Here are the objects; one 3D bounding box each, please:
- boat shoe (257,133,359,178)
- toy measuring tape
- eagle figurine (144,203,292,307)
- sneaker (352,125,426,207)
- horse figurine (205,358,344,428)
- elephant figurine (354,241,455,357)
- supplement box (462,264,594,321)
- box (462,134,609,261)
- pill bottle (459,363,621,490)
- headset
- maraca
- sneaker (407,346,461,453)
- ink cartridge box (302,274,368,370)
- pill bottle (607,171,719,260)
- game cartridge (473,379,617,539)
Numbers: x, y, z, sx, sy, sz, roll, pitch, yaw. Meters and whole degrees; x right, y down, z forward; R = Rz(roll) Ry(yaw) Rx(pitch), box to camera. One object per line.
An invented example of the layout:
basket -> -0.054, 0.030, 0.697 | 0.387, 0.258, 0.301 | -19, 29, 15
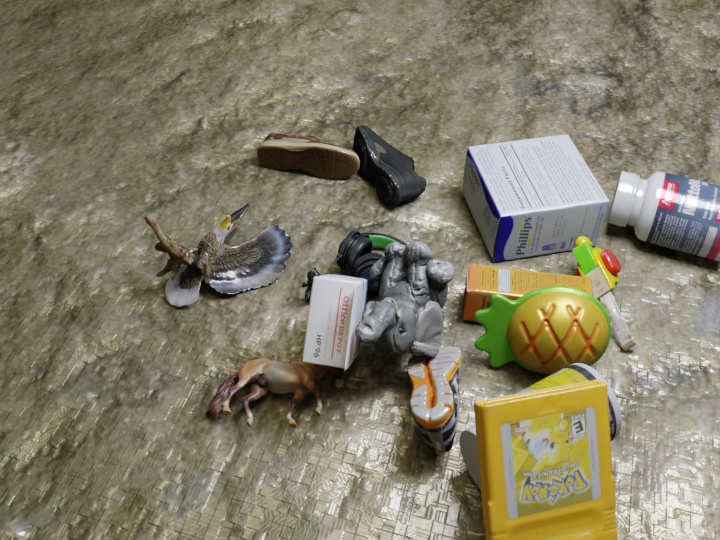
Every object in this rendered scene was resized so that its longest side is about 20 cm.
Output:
boat shoe -> -0.092, -0.225, 1.531 | 0.195, 0.073, 0.073 | 6, 46, 14
toy measuring tape -> 0.395, 0.033, 1.304 | 0.072, 0.074, 0.203 | -14, 64, -14
eagle figurine -> -0.227, -0.034, 1.326 | 0.198, 0.149, 0.155 | -8, 83, -51
sneaker -> 0.050, -0.195, 1.513 | 0.089, 0.077, 0.202 | -13, 54, -27
horse figurine -> -0.120, 0.166, 1.160 | 0.195, 0.051, 0.134 | -2, 33, 6
elephant figurine -> 0.053, 0.071, 1.172 | 0.154, 0.141, 0.203 | 32, 53, -15
supplement box -> 0.260, 0.045, 1.275 | 0.195, 0.068, 0.070 | 5, 41, 4
box -> 0.296, -0.128, 1.418 | 0.195, 0.106, 0.186 | -8, 47, -9
pill bottle -> 0.236, 0.213, 1.082 | 0.197, 0.116, 0.115 | -23, 50, -21
headset -> 0.000, 0.000, 1.330 | 0.197, 0.095, 0.124 | -10, 40, -32
maraca -> 0.265, 0.089, 1.196 | 0.195, 0.140, 0.107 | 0, 17, 8
sneaker -> 0.106, 0.174, 1.150 | 0.077, 0.079, 0.201 | -9, 25, 16
ink cartridge box -> -0.034, 0.068, 1.143 | 0.066, 0.119, 0.200 | 7, 1, 4
pill bottle -> 0.527, -0.099, 1.386 | 0.196, 0.121, 0.121 | 16, 47, 15
game cartridge -> 0.230, 0.248, 1.002 | 0.172, 0.205, 0.032 | -8, 4, -14
